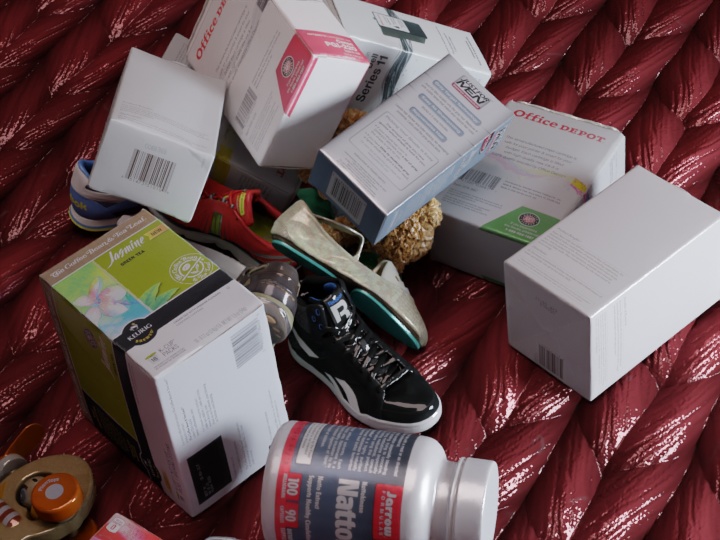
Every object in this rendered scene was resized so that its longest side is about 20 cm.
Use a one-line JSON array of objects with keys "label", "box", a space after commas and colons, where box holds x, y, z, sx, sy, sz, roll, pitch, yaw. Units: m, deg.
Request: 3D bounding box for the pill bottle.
[{"label": "pill bottle", "box": [0.020, 0.205, 1.484, 0.198, 0.120, 0.120, 5, 45, 13]}]

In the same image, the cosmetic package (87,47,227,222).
[{"label": "cosmetic package", "box": [-0.202, -0.141, 1.662, 0.112, 0.082, 0.200, 20, 25, -9]}]

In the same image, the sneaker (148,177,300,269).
[{"label": "sneaker", "box": [-0.139, -0.068, 1.757, 0.199, 0.085, 0.077, 27, 57, -10]}]

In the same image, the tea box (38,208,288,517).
[{"label": "tea box", "box": [-0.184, 0.087, 1.577, 0.133, 0.201, 0.196, -35, 50, -26]}]

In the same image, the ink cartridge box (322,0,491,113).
[{"label": "ink cartridge box", "box": [0.021, -0.209, 1.834, 0.198, 0.147, 0.083, 10, 38, -30]}]

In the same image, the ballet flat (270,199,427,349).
[{"label": "ballet flat", "box": [0.000, 0.000, 1.679, 0.199, 0.067, 0.063, 37, 75, -5]}]

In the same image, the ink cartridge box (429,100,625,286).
[{"label": "ink cartridge box", "box": [0.181, -0.081, 1.782, 0.144, 0.088, 0.200, 20, 52, 25]}]

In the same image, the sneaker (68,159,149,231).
[{"label": "sneaker", "box": [-0.235, -0.104, 1.867, 0.198, 0.083, 0.074, -14, 42, -15]}]

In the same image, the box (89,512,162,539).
[{"label": "box", "box": [-0.164, 0.312, 1.417, 0.199, 0.095, 0.103, 24, 52, 29]}]

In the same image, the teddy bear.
[{"label": "teddy bear", "box": [0.003, -0.089, 1.738, 0.144, 0.067, 0.201, -23, 58, 9]}]

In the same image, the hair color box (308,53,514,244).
[{"label": "hair color box", "box": [0.053, -0.126, 1.678, 0.099, 0.061, 0.200, 44, 60, 13]}]

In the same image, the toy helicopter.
[{"label": "toy helicopter", "box": [-0.347, 0.223, 1.551, 0.198, 0.079, 0.133, -18, 44, -6]}]

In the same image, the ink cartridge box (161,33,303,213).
[{"label": "ink cartridge box", "box": [-0.154, -0.152, 1.848, 0.199, 0.084, 0.146, 27, 47, -6]}]

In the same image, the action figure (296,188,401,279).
[{"label": "action figure", "box": [0.001, -0.033, 1.786, 0.117, 0.055, 0.201, -9, 48, -5]}]

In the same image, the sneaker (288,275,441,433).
[{"label": "sneaker", "box": [-0.006, 0.076, 1.627, 0.199, 0.112, 0.073, 31, 57, 34]}]

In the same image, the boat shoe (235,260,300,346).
[{"label": "boat shoe", "box": [-0.102, 0.038, 1.641, 0.074, 0.200, 0.074, 33, 69, -15]}]

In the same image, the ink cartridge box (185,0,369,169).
[{"label": "ink cartridge box", "box": [-0.093, -0.225, 1.750, 0.084, 0.146, 0.200, 0, 41, -40]}]

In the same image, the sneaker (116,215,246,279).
[{"label": "sneaker", "box": [-0.187, 0.013, 1.764, 0.199, 0.074, 0.083, 22, 79, 22]}]

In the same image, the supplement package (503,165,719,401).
[{"label": "supplement package", "box": [0.256, 0.010, 1.653, 0.199, 0.120, 0.121, -34, 48, -25]}]

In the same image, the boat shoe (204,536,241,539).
[{"label": "boat shoe", "box": [-0.050, 0.285, 1.450, 0.200, 0.065, 0.075, 15, 48, 22]}]
